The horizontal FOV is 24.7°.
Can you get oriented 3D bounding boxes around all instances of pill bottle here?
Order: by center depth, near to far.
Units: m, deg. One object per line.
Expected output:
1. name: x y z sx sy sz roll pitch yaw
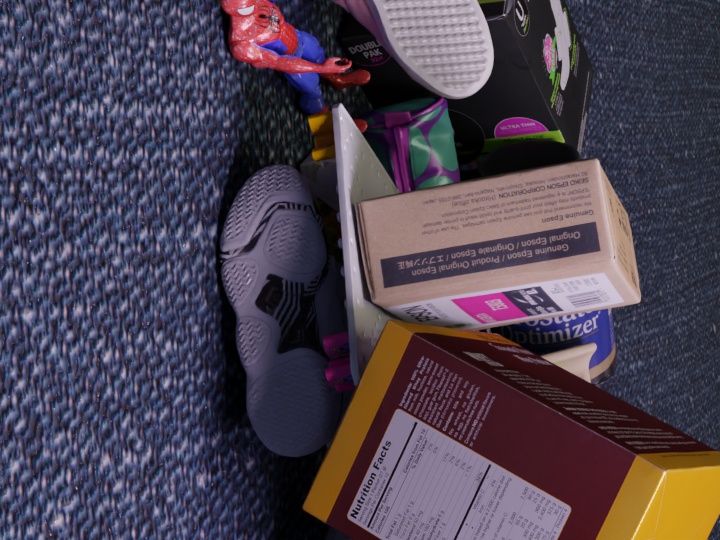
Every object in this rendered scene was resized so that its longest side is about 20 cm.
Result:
1. pill bottle: 0.151 -0.001 1.371 0.112 0.111 0.201 -56 141 -54

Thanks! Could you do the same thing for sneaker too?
1. sneaker: -0.042 0.032 1.146 0.115 0.075 0.201 32 50 -72
2. sneaker: 0.021 -0.212 1.241 0.200 0.075 0.105 48 -4 -4

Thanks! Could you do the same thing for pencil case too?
1. pencil case: 0.047 -0.037 1.331 0.092 0.085 0.201 -62 141 -74

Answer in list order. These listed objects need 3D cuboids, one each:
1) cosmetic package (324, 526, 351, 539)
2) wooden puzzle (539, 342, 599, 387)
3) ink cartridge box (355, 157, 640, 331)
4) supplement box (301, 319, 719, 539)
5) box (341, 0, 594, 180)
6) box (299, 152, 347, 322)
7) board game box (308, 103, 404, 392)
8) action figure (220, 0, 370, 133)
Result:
1. cosmetic package: 0.047 0.223 1.123 0.107 0.200 0.090 21 93 -20
2. wooden puzzle: 0.162 0.161 1.254 0.185 0.037 0.201 -6 91 -65
3. ink cartridge box: 0.103 -0.011 1.147 0.200 0.164 0.075 29 51 -73
4. supplement box: 0.108 0.138 1.057 0.197 0.200 0.133 11 105 -64
5. box: 0.095 -0.180 1.385 0.200 0.148 0.125 58 36 -45
6. box: 0.000 0.000 1.275 0.041 0.039 0.201 -51 131 -56
7. board game box: 0.009 0.015 1.151 0.200 0.026 0.201 53 30 -63
8. action figure: -0.026 -0.162 1.189 0.200 0.099 0.066 30 57 -58
